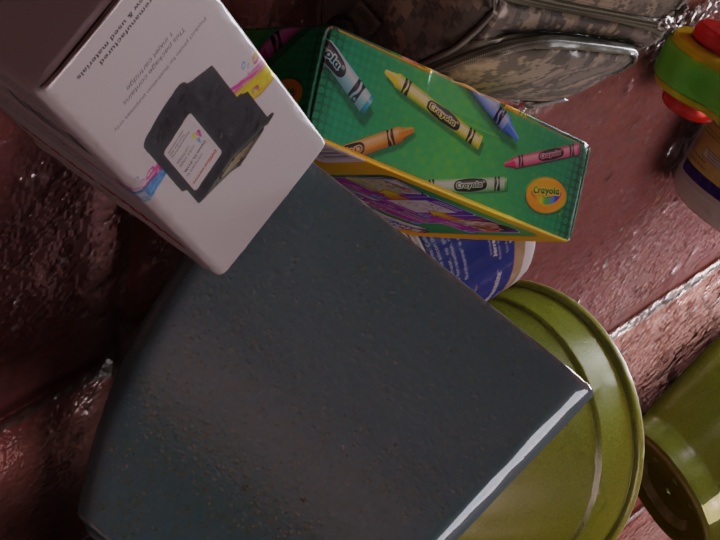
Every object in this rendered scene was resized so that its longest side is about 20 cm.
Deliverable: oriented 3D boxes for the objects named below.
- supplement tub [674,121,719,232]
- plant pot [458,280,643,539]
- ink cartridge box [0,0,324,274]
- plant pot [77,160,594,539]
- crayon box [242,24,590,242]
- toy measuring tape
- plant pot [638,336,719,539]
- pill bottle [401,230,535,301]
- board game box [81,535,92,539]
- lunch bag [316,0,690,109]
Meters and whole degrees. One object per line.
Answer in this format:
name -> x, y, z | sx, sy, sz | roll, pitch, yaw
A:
supplement tub -> 0.341, -0.114, 1.647 | 0.145, 0.145, 0.200 | -2, 125, -57
plant pot -> 0.043, 0.113, 1.393 | 0.193, 0.200, 0.201 | -6, 128, -48
ink cartridge box -> -0.118, -0.099, 0.944 | 0.083, 0.146, 0.200 | -52, 154, -6
plant pot -> -0.034, 0.083, 1.091 | 0.200, 0.196, 0.196 | -51, 179, -9
crayon box -> 0.009, -0.068, 1.138 | 0.200, 0.119, 0.058 | 20, 79, -42
toy measuring tape -> 0.235, -0.126, 1.509 | 0.200, 0.073, 0.074 | -65, 180, -66
plant pot -> 0.340, 0.148, 1.938 | 0.193, 0.200, 0.201 | -30, 147, -15
pill bottle -> 0.000, 0.000, 1.284 | 0.200, 0.111, 0.111 | -30, 146, -36
board game box -> -0.100, 0.138, 1.267 | 0.135, 0.035, 0.200 | -29, 174, -31
lunch bag -> 0.083, -0.167, 1.203 | 0.168, 0.139, 0.200 | -45, 157, 28
